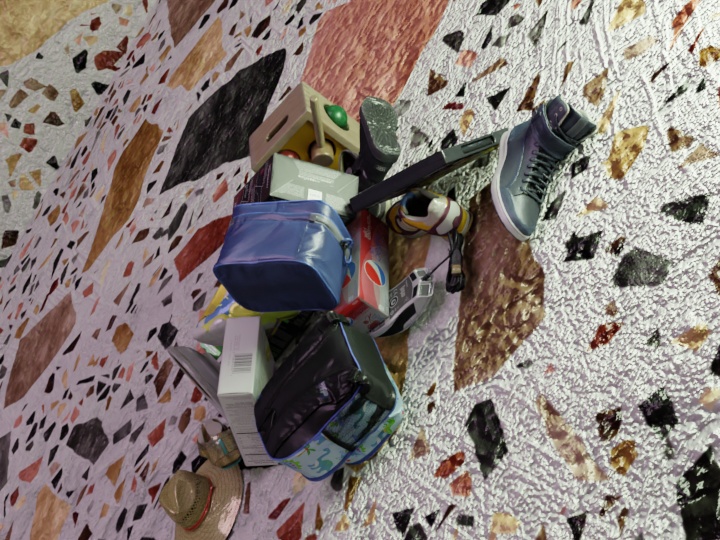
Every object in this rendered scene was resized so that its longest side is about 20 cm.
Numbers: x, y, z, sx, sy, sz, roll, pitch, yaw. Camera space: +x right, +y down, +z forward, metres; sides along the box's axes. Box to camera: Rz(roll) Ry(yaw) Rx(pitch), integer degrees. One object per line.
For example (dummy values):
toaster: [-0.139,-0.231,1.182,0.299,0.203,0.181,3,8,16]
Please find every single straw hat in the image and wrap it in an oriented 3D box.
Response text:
straw hat: [-0.284,0.377,1.836,0.200,0.085,0.203,-36,37,33]

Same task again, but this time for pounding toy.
pounding toy: [-0.087,-0.229,1.986,0.200,0.183,0.143,-43,34,24]

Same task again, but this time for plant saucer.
plant saucer: [-0.238,0.189,1.845,0.050,0.201,0.200,-42,29,-12]

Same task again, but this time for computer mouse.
computer mouse: [0.086,0.035,1.641,0.200,0.044,0.111,-41,32,28]

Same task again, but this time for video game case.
video game case: [0.105,-0.152,1.681,0.199,0.026,0.180,-26,-1,43]

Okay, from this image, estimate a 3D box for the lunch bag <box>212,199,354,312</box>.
lunch bag: [-0.104,-0.030,1.649,0.197,0.136,0.134,-2,55,22]

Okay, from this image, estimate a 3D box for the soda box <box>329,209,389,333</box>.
soda box: [0.000,0.000,1.703,0.070,0.063,0.202,-38,33,32]

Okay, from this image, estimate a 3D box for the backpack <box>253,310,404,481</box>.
backpack: [-0.043,0.195,1.587,0.200,0.146,0.184,-45,35,13]

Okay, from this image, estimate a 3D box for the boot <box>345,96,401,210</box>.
boot: [-0.004,-0.160,1.816,0.166,0.065,0.201,-93,23,-49]

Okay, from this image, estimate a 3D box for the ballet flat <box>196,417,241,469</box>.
ballet flat: [-0.237,0.276,1.833,0.071,0.070,0.200,-63,15,-8]

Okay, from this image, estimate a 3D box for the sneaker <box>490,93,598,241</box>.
sneaker: [0.254,-0.149,1.529,0.146,0.076,0.205,-32,39,41]

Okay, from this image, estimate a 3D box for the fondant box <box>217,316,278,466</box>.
fondant box: [-0.167,0.189,1.733,0.057,0.201,0.146,-3,49,6]

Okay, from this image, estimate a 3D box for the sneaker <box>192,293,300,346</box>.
sneaker: [-0.180,0.048,1.771,0.198,0.076,0.106,-19,60,18]

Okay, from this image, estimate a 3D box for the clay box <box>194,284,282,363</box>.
clay box: [-0.190,0.070,1.830,0.114,0.047,0.201,36,99,25]

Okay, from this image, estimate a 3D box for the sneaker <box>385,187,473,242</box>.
sneaker: [0.086,-0.095,1.711,0.199,0.090,0.076,8,69,57]

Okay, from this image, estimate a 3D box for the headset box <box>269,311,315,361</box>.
headset box: [-0.151,0.034,1.938,0.201,0.092,0.175,-51,31,13]

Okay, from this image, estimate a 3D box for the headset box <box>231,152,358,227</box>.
headset box: [-0.111,-0.096,1.759,0.200,0.147,0.076,143,136,-57]

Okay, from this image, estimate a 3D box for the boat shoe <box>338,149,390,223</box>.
boat shoe: [-0.001,-0.136,1.896,0.072,0.064,0.201,-42,35,22]
